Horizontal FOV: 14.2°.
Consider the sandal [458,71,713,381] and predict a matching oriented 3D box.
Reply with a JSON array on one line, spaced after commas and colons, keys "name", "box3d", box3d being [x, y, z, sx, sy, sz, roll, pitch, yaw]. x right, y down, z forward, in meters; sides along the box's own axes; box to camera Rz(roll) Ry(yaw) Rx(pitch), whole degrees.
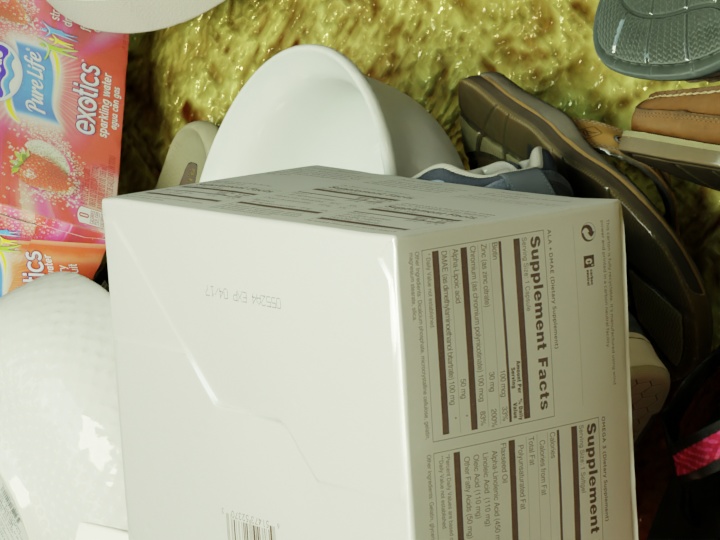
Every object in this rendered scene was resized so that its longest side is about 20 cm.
[{"name": "sandal", "box3d": [0.104, -0.028, 1.255, 0.200, 0.054, 0.082, -132, 32, -52]}]

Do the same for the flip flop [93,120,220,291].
[{"name": "flip flop", "box3d": [-0.116, 0.016, 1.513, 0.081, 0.057, 0.201, 19, 93, 52]}]

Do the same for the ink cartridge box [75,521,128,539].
[{"name": "ink cartridge box", "box3d": [-0.053, 0.159, 1.267, 0.116, 0.199, 0.068, 6, 82, 52]}]

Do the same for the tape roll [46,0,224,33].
[{"name": "tape roll", "box3d": [-0.103, -0.219, 1.538, 0.202, 0.037, 0.204, -15, 55, 23]}]

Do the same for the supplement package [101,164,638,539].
[{"name": "supplement package", "box3d": [0.001, 0.048, 1.126, 0.200, 0.111, 0.157, 9, 105, 54]}]

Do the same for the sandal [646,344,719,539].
[{"name": "sandal", "box3d": [0.155, 0.047, 1.141, 0.075, 0.045, 0.200, -91, 25, -50]}]

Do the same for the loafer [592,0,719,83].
[{"name": "loafer", "box3d": [0.179, -0.113, 1.190, 0.200, 0.063, 0.072, -16, 61, 52]}]

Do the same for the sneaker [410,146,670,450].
[{"name": "sneaker", "box3d": [0.055, 0.038, 1.225, 0.147, 0.077, 0.203, 62, 150, 26]}]

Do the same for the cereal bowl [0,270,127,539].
[{"name": "cereal bowl", "box3d": [-0.148, 0.107, 1.425, 0.200, 0.083, 0.201, 41, 143, 41]}]

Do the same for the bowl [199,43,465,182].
[{"name": "bowl", "box3d": [0.000, 0.000, 1.334, 0.201, 0.090, 0.202, -20, 67, 58]}]

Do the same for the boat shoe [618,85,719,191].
[{"name": "boat shoe", "box3d": [0.193, -0.060, 1.148, 0.199, 0.072, 0.068, 9, 85, 41]}]

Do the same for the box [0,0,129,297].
[{"name": "box", "box3d": [-0.184, -0.064, 1.542, 0.201, 0.095, 0.100, -91, 23, -46]}]
